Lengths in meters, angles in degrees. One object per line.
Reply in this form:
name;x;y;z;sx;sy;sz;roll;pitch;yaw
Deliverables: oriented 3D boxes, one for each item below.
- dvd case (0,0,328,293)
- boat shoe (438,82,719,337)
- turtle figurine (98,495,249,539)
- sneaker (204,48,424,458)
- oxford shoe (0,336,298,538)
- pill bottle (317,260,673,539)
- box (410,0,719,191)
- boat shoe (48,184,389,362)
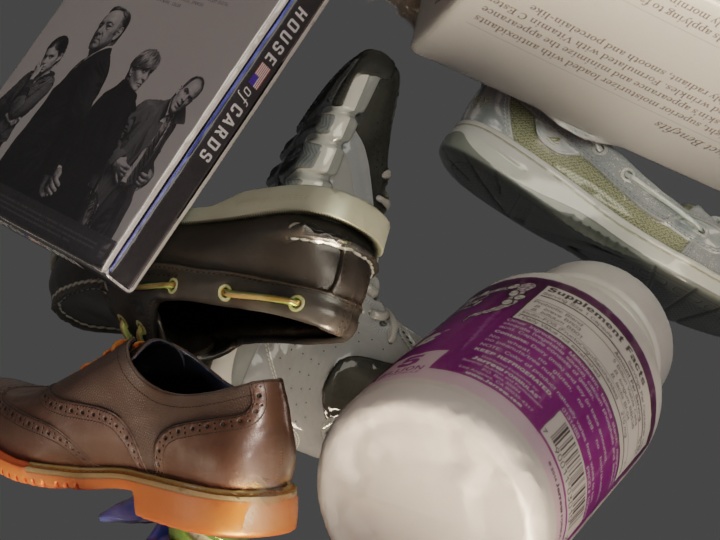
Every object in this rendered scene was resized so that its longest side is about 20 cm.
dvd case;-0.097;-0.098;0.852;0.200;0.150;0.025;-56;134;-9
boat shoe;0.139;-0.031;0.950;0.202;0.074;0.065;31;77;2
turtle figurine;-0.082;0.199;0.794;0.200;0.144;0.194;27;89;32
sneaker;0.000;0.000;0.915;0.115;0.075;0.200;27;83;-12
oxford shoe;-0.104;0.062;0.819;0.071;0.200;0.073;-3;100;-53
pill bottle;0.072;0.067;0.853;0.112;0.112;0.200;52;35;1
box;0.151;-0.175;0.917;0.199;0.131;0.200;22;58;-18
boat shoe;-0.075;0.009;0.828;0.072;0.201;0.061;31;61;-39
